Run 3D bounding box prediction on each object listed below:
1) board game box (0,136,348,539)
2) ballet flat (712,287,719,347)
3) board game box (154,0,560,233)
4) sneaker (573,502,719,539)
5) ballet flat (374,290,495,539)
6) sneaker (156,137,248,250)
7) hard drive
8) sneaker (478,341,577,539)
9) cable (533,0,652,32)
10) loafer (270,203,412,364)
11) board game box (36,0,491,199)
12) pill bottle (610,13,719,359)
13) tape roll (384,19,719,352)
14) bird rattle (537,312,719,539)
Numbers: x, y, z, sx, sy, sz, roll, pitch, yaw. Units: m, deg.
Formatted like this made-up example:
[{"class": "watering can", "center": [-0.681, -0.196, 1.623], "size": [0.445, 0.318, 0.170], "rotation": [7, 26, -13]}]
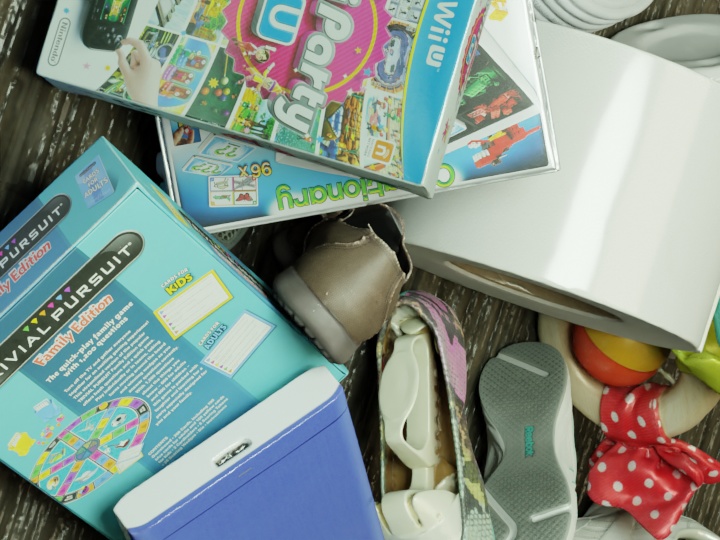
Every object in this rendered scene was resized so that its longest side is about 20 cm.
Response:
[{"class": "board game box", "center": [-0.120, 0.045, 1.315], "size": [0.151, 0.047, 0.200], "rotation": [-43, 136, 3]}, {"class": "ballet flat", "center": [0.229, -0.032, 1.549], "size": [0.067, 0.070, 0.201], "rotation": [39, 42, -38]}, {"class": "board game box", "center": [-0.006, -0.096, 1.328], "size": [0.035, 0.199, 0.127], "rotation": [-54, 134, -84]}, {"class": "sneaker", "center": [0.157, 0.195, 1.687], "size": [0.200, 0.099, 0.075], "rotation": [-22, 120, -42]}, {"class": "ballet flat", "center": [0.034, 0.110, 1.505], "size": [0.071, 0.069, 0.201], "rotation": [14, 69, -64]}, {"class": "sneaker", "center": [-0.037, -0.098, 1.377], "size": [0.078, 0.091, 0.201], "rotation": [34, 76, -48]}, {"class": "hard drive", "center": [-0.054, 0.143, 1.402], "size": [0.132, 0.025, 0.200], "rotation": [-34, 149, -12]}, {"class": "sneaker", "center": [0.105, 0.141, 1.590], "size": [0.080, 0.070, 0.201], "rotation": [72, 21, -44]}, {"class": "cable", "center": [0.112, -0.231, 1.488], "size": [0.200, 0.069, 0.201], "rotation": [-49, 127, -50]}, {"class": "loafer", "center": [0.000, 0.000, 1.388], "size": [0.071, 0.200, 0.073], "rotation": [-39, 100, 6]}, {"class": "board game box", "center": [-0.040, -0.134, 1.277], "size": [0.064, 0.199, 0.148], "rotation": [40, 66, -83]}, {"class": "pill bottle", "center": [0.215, -0.052, 1.665], "size": [0.114, 0.113, 0.201], "rotation": [-29, 122, -40]}, {"class": "tape roll", "center": [0.119, -0.051, 1.489], "size": [0.202, 0.202, 0.140], "rotation": [23, 84, -50]}, {"class": "bird rattle", "center": [0.183, 0.058, 1.636], "size": [0.113, 0.163, 0.200], "rotation": [-36, 166, -39]}]
